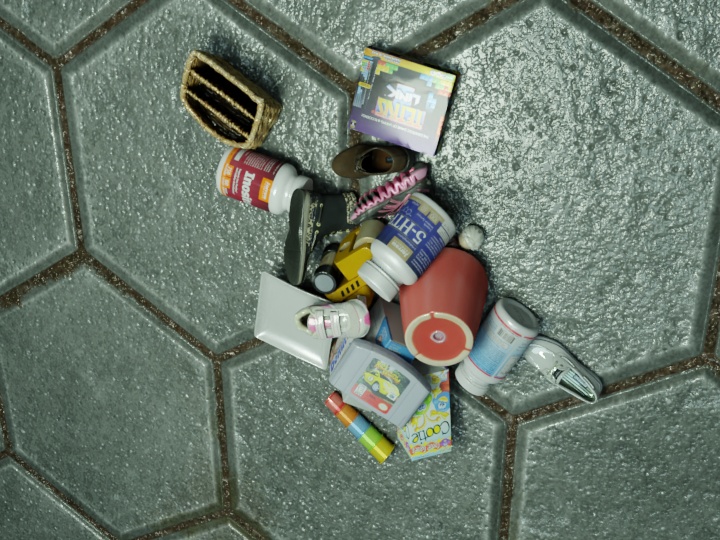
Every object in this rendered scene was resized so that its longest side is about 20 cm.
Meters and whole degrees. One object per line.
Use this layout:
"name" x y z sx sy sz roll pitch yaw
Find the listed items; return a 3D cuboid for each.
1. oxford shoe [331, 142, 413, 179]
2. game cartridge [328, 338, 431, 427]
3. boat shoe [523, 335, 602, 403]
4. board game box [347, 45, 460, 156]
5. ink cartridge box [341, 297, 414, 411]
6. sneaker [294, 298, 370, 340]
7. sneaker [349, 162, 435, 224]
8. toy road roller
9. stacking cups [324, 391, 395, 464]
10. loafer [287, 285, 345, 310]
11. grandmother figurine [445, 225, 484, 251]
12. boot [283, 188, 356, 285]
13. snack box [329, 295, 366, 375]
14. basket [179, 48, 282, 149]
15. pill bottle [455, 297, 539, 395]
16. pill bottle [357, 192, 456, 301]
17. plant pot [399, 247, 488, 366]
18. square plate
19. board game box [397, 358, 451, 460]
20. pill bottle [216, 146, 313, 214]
"oxford shoe" 0.008 -0.230 1.558 0.196 0.084 0.075 -3 98 38
"game cartridge" 0.045 0.234 1.579 0.197 0.041 0.135 32 113 -5
"boat shoe" 0.426 0.208 1.587 0.197 0.067 0.075 30 116 7
"board game box" 0.086 -0.344 1.515 0.195 0.057 0.169 20 113 12
"ink cartridge box" 0.033 0.188 1.668 0.082 0.147 0.202 22 120 -25
"sneaker" -0.062 0.109 1.555 0.197 0.087 0.084 -7 96 44
"sneaker" 0.071 -0.140 1.579 0.197 0.080 0.096 -29 114 14
"toy road roller" 0.000 0.000 1.641 0.198 0.124 0.146 -32 111 28
"stacking cups" -0.008 0.379 1.810 0.199 0.061 0.061 42 117 1
"loafer" -0.097 0.091 1.730 0.195 0.073 0.073 13 115 17
"grandmother figurine" 0.173 -0.041 1.597 0.196 0.061 0.122 -24 127 23
"boot" -0.083 -0.074 1.613 0.073 0.151 0.209 25 114 48
"snack box" -0.028 0.149 1.648 0.024 0.073 0.202 10 133 -17
"basket" -0.289 -0.350 1.583 0.198 0.149 0.144 37 103 3
"pill bottle" 0.287 0.167 1.599 0.108 0.109 0.202 34 117 5
"pill bottle" 0.089 -0.044 1.501 0.119 0.120 0.201 40 84 1
"plant pot" 0.167 0.083 1.544 0.194 0.179 0.205 5 128 7
"square plate" -0.146 0.112 1.709 0.196 0.029 0.202 23 128 12
"board game box" 0.140 0.304 1.685 0.102 0.103 0.206 -10 110 -14
"pill bottle" -0.209 -0.193 1.645 0.195 0.113 0.116 20 115 12
